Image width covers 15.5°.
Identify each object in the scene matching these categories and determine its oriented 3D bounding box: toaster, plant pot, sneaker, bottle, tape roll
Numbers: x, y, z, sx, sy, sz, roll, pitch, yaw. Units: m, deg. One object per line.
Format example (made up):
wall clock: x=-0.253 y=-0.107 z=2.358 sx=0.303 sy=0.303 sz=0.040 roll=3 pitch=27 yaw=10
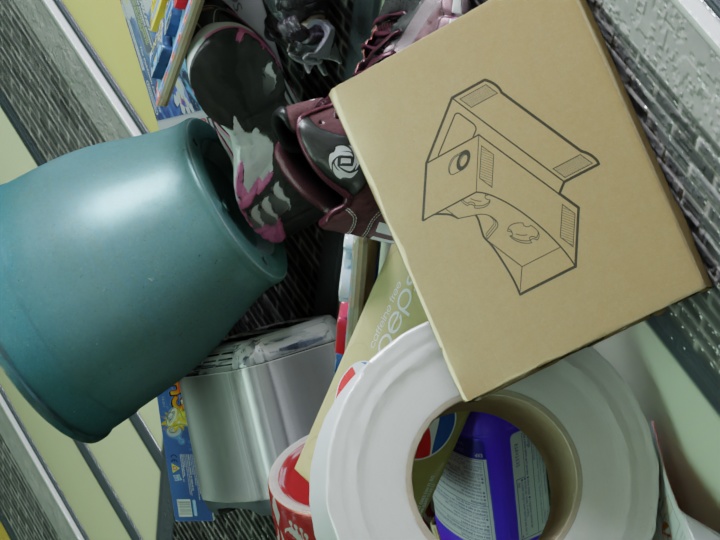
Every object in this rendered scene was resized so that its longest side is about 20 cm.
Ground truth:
toaster: x=-0.060 y=0.108 z=1.961 sx=0.200 sy=0.113 sz=0.130 roll=-10 pitch=97 yaw=66
plant pot: x=-0.163 y=-0.009 z=1.906 sx=0.201 sy=0.187 sz=0.200 roll=54 pitch=-166 yaw=-21
sneaker: x=-0.070 y=-0.112 z=1.840 sx=0.087 sy=0.080 sz=0.201 roll=-114 pitch=3 yaw=-47
bottle: x=0.086 y=0.155 z=1.729 sx=0.083 sy=0.065 sz=0.201 roll=30 pitch=135 yaw=52
tape roll: x=0.072 y=0.127 z=1.553 sx=0.071 sy=0.201 sz=0.204 roll=131 pitch=117 yaw=-75
sneaker: x=0.003 y=-0.113 z=1.582 sx=0.076 sy=0.115 sz=0.202 roll=142 pitch=130 yaw=-65

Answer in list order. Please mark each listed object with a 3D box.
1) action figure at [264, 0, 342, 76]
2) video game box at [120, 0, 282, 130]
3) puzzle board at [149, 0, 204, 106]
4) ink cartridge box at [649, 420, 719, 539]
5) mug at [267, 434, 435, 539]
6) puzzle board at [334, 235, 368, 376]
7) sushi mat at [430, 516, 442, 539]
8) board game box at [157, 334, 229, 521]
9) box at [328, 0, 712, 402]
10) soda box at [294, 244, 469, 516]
action figure: x=-0.045 y=-0.209 z=1.739 sx=0.130 sy=0.069 sz=0.200 roll=56 pitch=156 yaw=20
video game box: x=-0.126 y=-0.195 z=1.959 sx=0.182 sy=0.047 sz=0.201 roll=-7 pitch=102 yaw=64
puzzle board: x=-0.114 y=-0.230 z=1.773 sx=0.200 sy=0.017 sz=0.152 roll=116 pitch=157 yaw=-49
ink cartridge box: x=0.204 y=0.212 z=1.563 sx=0.161 sy=0.047 sz=0.201 roll=99 pitch=161 yaw=-49
mug: x=0.016 y=0.226 z=1.829 sx=0.178 sy=0.133 sz=0.201 roll=44 pitch=150 yaw=56
puzzle board: x=0.000 y=0.000 z=1.741 sx=0.151 sy=0.017 sz=0.201 roll=-81 pitch=-3 yaw=-46
sushi mat: x=0.078 y=0.247 z=1.829 sx=0.096 sy=0.012 sz=0.201 roll=-60 pitch=-42 yaw=-72
board game box: x=-0.132 y=0.079 z=2.105 sx=0.136 sy=0.034 sz=0.201 roll=-76 pitch=-17 yaw=-59
box: x=0.088 y=-0.047 z=1.496 sx=0.163 sy=0.021 sz=0.201 roll=-27 pitch=81 yaw=23
soda box: x=0.036 y=0.055 z=1.648 sx=0.068 sy=0.064 sz=0.201 roll=38 pitch=110 yaw=50
